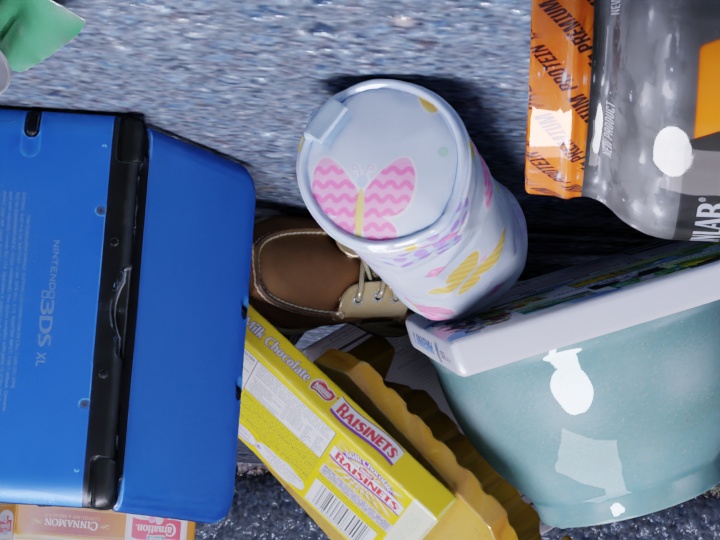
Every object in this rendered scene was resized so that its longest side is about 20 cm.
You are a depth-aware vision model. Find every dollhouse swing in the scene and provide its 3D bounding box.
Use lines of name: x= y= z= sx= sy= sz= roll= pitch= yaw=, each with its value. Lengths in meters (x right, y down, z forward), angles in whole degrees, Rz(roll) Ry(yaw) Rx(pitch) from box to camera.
dollhouse swing: x=0.056 y=0.118 z=1.278 sx=0.182 sy=0.200 sz=0.176 roll=-31 pitch=162 yaw=-42

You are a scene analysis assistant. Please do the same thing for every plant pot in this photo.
plant pot: x=0.151 y=0.078 z=1.239 sx=0.200 sy=0.134 sz=0.200 roll=-16 pitch=-176 yaw=1

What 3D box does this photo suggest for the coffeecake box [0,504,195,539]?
coffeecake box: x=-0.208 y=0.121 z=1.595 sx=0.153 sy=0.200 sz=0.073 roll=9 pitch=168 yaw=-30

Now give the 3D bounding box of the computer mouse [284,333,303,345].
computer mouse: x=-0.074 y=0.044 z=1.351 sx=0.046 sy=0.140 sz=0.200 roll=27 pitch=175 yaw=7

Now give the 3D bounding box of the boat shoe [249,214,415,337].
boat shoe: x=0.000 y=0.000 z=1.248 sx=0.074 sy=0.076 sz=0.200 roll=-11 pitch=172 yaw=36

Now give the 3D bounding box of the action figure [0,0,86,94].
action figure: x=-0.199 y=-0.082 z=0.895 sx=0.118 sy=0.055 sz=0.200 roll=4 pitch=174 yaw=-18

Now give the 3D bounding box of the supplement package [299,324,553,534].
supplement package: x=0.047 y=0.125 z=1.467 sx=0.114 sy=0.200 sz=0.110 roll=-29 pitch=174 yaw=-9

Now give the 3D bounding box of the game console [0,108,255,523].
game console: x=-0.148 y=0.027 z=1.054 sx=0.171 sy=0.200 sz=0.118 roll=4 pitch=170 yaw=0

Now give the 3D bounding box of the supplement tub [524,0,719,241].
supplement tub: x=0.154 y=-0.068 z=0.649 sx=0.200 sy=0.123 sz=0.123 roll=2 pitch=170 yaw=6

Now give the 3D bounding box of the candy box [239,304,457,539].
candy box: x=-0.036 y=0.091 z=1.192 sx=0.200 sy=0.026 sz=0.102 roll=43 pitch=147 yaw=8

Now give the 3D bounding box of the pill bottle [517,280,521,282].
pill bottle: x=0.188 y=0.067 z=1.416 sx=0.200 sy=0.113 sz=0.113 roll=8 pitch=169 yaw=-25

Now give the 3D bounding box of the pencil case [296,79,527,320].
pencil case: x=0.029 y=-0.033 z=1.003 sx=0.083 sy=0.091 sz=0.200 roll=-38 pitch=165 yaw=3

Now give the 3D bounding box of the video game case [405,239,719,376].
video game case: x=0.132 y=0.013 z=1.106 sx=0.200 sy=0.022 sz=0.182 roll=-16 pitch=-176 yaw=-5
